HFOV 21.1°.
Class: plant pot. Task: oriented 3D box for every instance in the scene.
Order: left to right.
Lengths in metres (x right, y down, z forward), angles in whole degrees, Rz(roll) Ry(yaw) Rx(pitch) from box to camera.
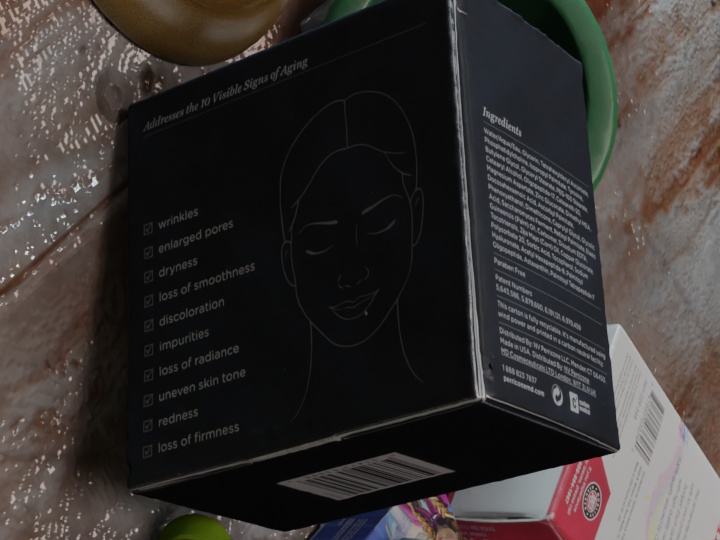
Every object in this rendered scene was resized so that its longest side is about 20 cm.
[{"bbox_3d":[-0.083,-0.206,0.980,0.199,0.027,0.202,10,78,-53],"label":"plant pot"}]

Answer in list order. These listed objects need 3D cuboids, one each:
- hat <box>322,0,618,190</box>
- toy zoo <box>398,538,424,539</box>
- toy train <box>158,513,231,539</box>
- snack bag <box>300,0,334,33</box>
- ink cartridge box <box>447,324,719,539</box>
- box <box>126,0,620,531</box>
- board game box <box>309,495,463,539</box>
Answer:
[{"bbox_3d":[0.051,-0.069,1.104,0.176,0.164,0.202,121,-41,-78],"label":"hat"},{"bbox_3d":[0.043,0.239,1.029,0.131,0.020,0.202,-24,106,-50],"label":"toy zoo"},{"bbox_3d":[-0.087,0.148,0.893,0.116,0.199,0.085,-89,-161,-73],"label":"toy train"},{"bbox_3d":[0.049,-0.110,1.149,0.200,0.021,0.190,-49,125,-43],"label":"snack bag"},{"bbox_3d":[0.149,0.152,1.199,0.200,0.085,0.148,55,46,-36],"label":"ink cartridge box"},{"bbox_3d":[0.000,0.000,0.897,0.124,0.199,0.198,23,57,-50],"label":"box"},{"bbox_3d":[0.009,0.241,1.038,0.200,0.043,0.200,-44,121,-45],"label":"board game box"}]
